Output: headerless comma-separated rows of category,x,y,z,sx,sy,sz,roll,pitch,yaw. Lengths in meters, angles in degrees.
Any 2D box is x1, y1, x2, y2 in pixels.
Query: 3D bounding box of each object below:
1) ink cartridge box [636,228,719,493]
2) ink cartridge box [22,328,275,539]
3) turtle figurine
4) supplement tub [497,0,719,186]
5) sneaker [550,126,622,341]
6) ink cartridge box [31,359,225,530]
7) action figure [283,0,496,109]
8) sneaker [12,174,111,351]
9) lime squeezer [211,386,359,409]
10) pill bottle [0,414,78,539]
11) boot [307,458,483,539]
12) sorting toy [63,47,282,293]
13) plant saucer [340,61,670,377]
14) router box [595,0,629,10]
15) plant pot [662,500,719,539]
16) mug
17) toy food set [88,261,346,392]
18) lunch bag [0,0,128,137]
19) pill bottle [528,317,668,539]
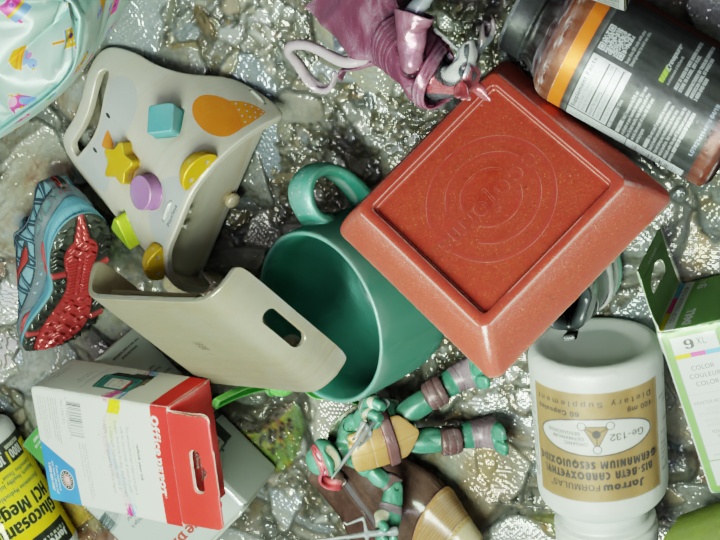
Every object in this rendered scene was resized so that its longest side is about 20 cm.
ink cartridge box,0.291,0.067,1.467,0.059,0.104,0.202,-14,106,26
ink cartridge box,-0.202,0.180,1.732,0.200,0.083,0.147,45,121,0
turtle figurine,0.025,0.152,1.585,0.198,0.101,0.151,-23,129,-8
supplement tub,0.208,-0.157,1.402,0.199,0.107,0.108,31,120,8
sneaker,0.154,-0.041,1.454,0.077,0.140,0.202,-15,106,27
ink cartridge box,-0.192,0.155,1.612,0.198,0.067,0.117,7,114,31
action figure,0.027,-0.179,1.417,0.149,0.134,0.200,-42,48,2
sneaker,-0.288,-0.009,1.703,0.096,0.079,0.201,57,140,31
lime squeezer,-0.053,0.112,1.634,0.198,0.071,0.038,9,137,-29
pill bottle,-0.354,0.256,1.812,0.112,0.112,0.201,-22,103,29
boot,0.014,0.251,1.698,0.166,0.072,0.201,42,123,14
sorting toy,-0.192,-0.102,1.613,0.180,0.106,0.201,41,123,24
plant saucer,0.105,-0.051,1.409,0.200,0.037,0.200,-45,59,-2
router box,0.133,-0.300,1.358,0.198,0.051,0.150,20,80,13
plant pot,0.356,0.249,1.490,0.189,0.200,0.201,-16,106,41
mug,0.006,0.009,1.537,0.152,0.114,0.186,36,131,31
toy food set,-0.123,0.038,1.526,0.199,0.061,0.143,1,148,47
lunch bag,-0.279,-0.212,1.541,0.199,0.171,0.122,-33,105,30
pill bottle,0.205,0.152,1.534,0.113,0.114,0.202,2,113,21
